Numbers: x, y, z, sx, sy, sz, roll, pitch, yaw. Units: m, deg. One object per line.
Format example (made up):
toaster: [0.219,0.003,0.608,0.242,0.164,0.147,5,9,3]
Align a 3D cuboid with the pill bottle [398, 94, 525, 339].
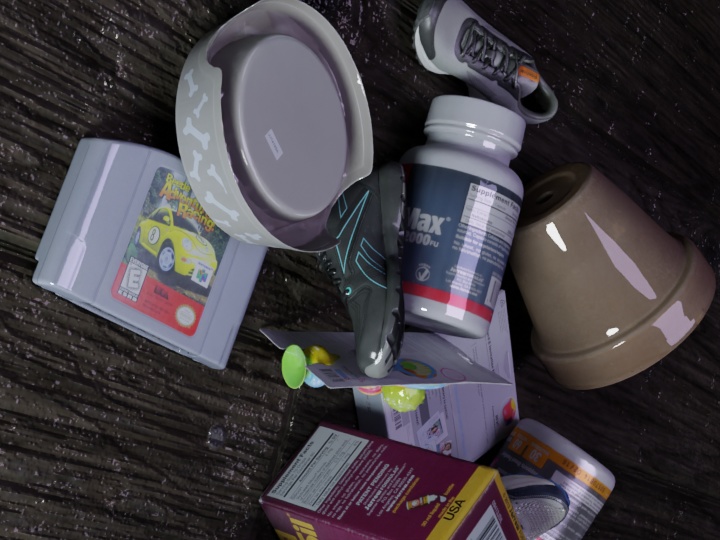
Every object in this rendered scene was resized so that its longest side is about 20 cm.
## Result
pill bottle: [0.081,-0.049,1.302,0.119,0.119,0.201,24,78,-49]

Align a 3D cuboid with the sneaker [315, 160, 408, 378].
sneaker: [0.000,0.000,1.205,0.076,0.079,0.201,85,6,-56]

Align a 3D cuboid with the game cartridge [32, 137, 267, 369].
game cartridge: [-0.151,-0.017,1.102,0.200,0.041,0.134,31,69,-48]

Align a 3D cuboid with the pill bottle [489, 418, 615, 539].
pill bottle: [0.155,0.258,1.427,0.201,0.116,0.116,-56,135,-6]

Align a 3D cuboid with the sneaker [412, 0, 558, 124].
sneaker: [0.119,-0.199,1.350,0.200,0.079,0.074,34,73,-45]

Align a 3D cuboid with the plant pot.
plant pot: [0.232,-0.010,1.453,0.200,0.200,0.175,-49,114,-32]

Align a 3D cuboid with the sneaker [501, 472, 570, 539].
sneaker: [0.104,0.259,1.323,0.077,0.199,0.085,57,14,-30]

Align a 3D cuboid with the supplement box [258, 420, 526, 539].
supplement box: [0.032,0.225,1.232,0.103,0.199,0.131,-49,130,-31]

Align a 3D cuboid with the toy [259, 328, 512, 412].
toy: [0.018,0.090,1.237,0.199,0.115,0.048,7,107,-38]

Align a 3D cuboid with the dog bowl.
dog bowl: [-0.068,-0.110,1.133,0.200,0.058,0.202,15,72,-54]

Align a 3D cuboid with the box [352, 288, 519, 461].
box: [0.077,0.123,1.389,0.199,0.041,0.157,-29,119,-42]
